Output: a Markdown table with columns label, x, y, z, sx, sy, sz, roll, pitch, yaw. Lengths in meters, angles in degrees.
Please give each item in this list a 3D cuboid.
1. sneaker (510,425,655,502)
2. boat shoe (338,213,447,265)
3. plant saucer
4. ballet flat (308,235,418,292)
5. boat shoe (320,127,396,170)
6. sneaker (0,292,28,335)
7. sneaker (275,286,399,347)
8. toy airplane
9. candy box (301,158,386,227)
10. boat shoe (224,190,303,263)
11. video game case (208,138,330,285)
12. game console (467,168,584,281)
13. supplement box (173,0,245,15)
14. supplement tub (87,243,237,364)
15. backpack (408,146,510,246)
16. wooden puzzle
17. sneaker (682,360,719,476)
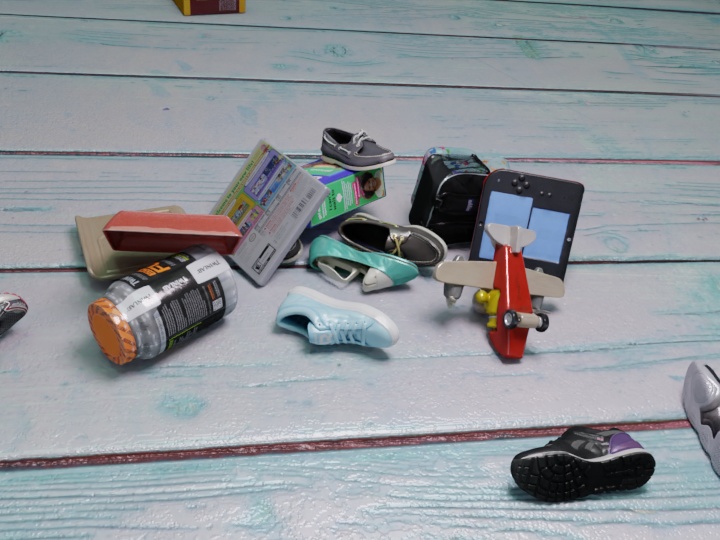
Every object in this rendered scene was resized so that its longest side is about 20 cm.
| label | x | y | z | sx | sy | sz | roll | pitch | yaw |
| --- | --- | --- | --- | --- | --- | --- | --- | --- | --- |
| sneaker | 0.284 | 0.252 | 0.991 | 0.197 | 0.077 | 0.088 | 2 | 22 | -14 |
| boat shoe | 0.054 | -0.049 | 1.316 | 0.199 | 0.073 | 0.060 | 17 | 20 | 23 |
| plant saucer | -0.291 | -0.058 | 1.153 | 0.197 | 0.037 | 0.199 | 3 | -7 | -14 |
| ballet flat | 0.000 | 0.000 | 1.275 | 0.198 | 0.068 | 0.071 | 17 | 62 | 13 |
| boat shoe | -0.010 | -0.228 | 1.369 | 0.072 | 0.063 | 0.199 | -21 | 26 | -32 |
| sneaker | -0.538 | 0.110 | 1.018 | 0.074 | 0.081 | 0.200 | 32 | 49 | 8 |
| sneaker | -0.040 | 0.092 | 1.137 | 0.198 | 0.075 | 0.082 | 15 | 45 | 22 |
| toy airplane | 0.228 | 0.022 | 1.211 | 0.200 | 0.141 | 0.199 | 47 | 57 | -3 |
| candy box | -0.079 | -0.152 | 1.396 | 0.199 | 0.078 | 0.168 | -28 | 27 | -38 |
| boat shoe | -0.181 | -0.082 | 1.326 | 0.072 | 0.061 | 0.200 | -42 | 53 | -18 |
| video game case | -0.170 | -0.104 | 1.281 | 0.182 | 0.201 | 0.022 | 38 | 5 | 30 |
| game console | 0.289 | -0.070 | 1.303 | 0.175 | 0.203 | 0.031 | 11 | 13 | 6 |
| supplement box | -0.481 | -0.900 | 2.304 | 0.198 | 0.134 | 0.198 | -11 | 40 | -23 |
| supplement tub | -0.291 | 0.050 | 1.094 | 0.122 | 0.124 | 0.199 | 31 | 43 | 28 |
| backpack | 0.198 | -0.139 | 1.390 | 0.197 | 0.179 | 0.151 | -1 | 42 | -18 |
| wooden puzzle | -0.382 | -0.046 | 1.284 | 0.198 | 0.038 | 0.185 | -7 | 39 | -26 |
| sneaker | 0.550 | 0.218 | 1.069 | 0.112 | 0.076 | 0.201 | 4 | 43 | -6 |
